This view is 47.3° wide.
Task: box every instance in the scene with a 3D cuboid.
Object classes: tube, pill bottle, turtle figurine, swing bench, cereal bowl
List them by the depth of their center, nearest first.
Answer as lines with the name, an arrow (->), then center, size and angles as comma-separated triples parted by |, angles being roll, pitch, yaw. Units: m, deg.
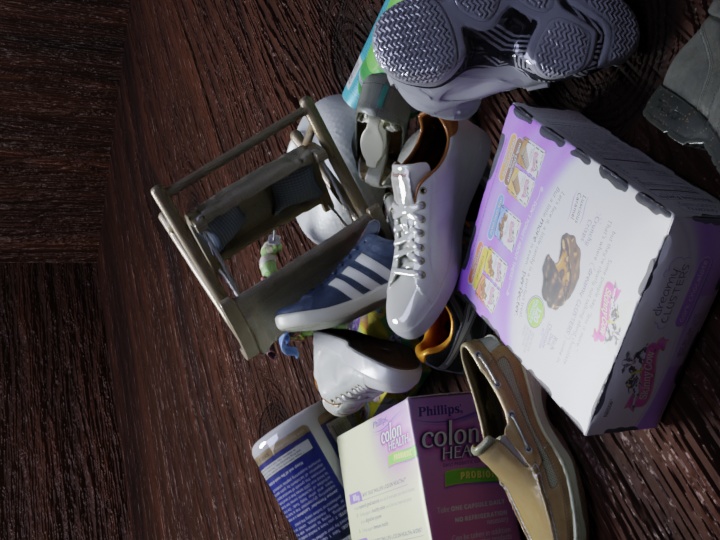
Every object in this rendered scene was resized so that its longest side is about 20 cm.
swing bench -> -0.089, -0.040, 0.896 | 0.202, 0.197, 0.130 | 56, 167, 2
pill bottle -> -0.028, 0.257, 0.923 | 0.202, 0.115, 0.116 | 59, 147, 11
tube -> 0.037, -0.272, 0.926 | 0.201, 0.050, 0.078 | -62, 41, 37
cereal bowl -> -0.045, -0.126, 1.055 | 0.199, 0.082, 0.204 | 180, 90, -66
turtle figurine -> -0.062, 0.018, 1.056 | 0.194, 0.141, 0.204 | 150, 128, -79

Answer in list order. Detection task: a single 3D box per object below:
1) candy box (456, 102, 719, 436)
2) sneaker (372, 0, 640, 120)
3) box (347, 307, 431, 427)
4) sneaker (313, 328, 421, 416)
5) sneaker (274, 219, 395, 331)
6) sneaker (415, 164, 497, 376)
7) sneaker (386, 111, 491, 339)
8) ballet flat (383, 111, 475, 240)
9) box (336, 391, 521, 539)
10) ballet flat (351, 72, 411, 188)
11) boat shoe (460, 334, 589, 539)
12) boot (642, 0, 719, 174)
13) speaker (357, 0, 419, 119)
candy box -> 0.165, -0.008, 0.616 | 0.200, 0.070, 0.170 | -126, 43, -52
sneaker -> 0.109, -0.171, 0.648 | 0.115, 0.196, 0.077 | 55, -148, -84
box -> 0.019, 0.113, 0.958 | 0.201, 0.048, 0.118 | 114, 145, -44
sneaker -> 0.005, 0.114, 0.847 | 0.199, 0.072, 0.086 | -171, 85, -68
sneaker -> 0.000, 0.000, 0.839 | 0.075, 0.197, 0.086 | 58, -168, -82
sneaker -> 0.095, 0.000, 0.760 | 0.078, 0.076, 0.204 | -175, 87, -67
sneaker -> 0.047, -0.045, 0.720 | 0.072, 0.084, 0.203 | 5, 76, 50
ballet flat -> 0.056, -0.088, 0.860 | 0.069, 0.062, 0.202 | 61, 143, 43
box -> 0.065, 0.239, 0.802 | 0.176, 0.095, 0.203 | 136, 128, -57
ballet flat -> 0.017, -0.126, 0.866 | 0.201, 0.066, 0.065 | 89, -163, -65
boat shoe -> 0.126, 0.151, 0.691 | 0.072, 0.075, 0.203 | 125, 138, -50
boot -> 0.247, -0.107, 0.453 | 0.201, 0.067, 0.132 | 57, 134, 47
speaker -> 0.063, -0.248, 0.821 | 0.201, 0.087, 0.089 | 118, 143, -46
